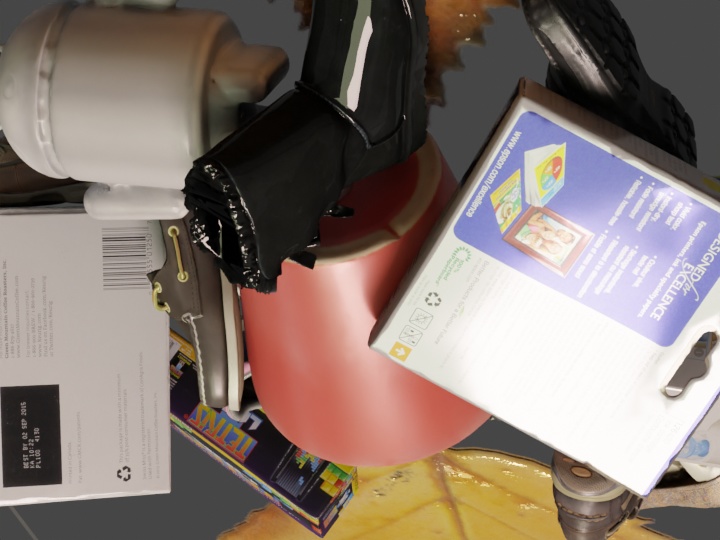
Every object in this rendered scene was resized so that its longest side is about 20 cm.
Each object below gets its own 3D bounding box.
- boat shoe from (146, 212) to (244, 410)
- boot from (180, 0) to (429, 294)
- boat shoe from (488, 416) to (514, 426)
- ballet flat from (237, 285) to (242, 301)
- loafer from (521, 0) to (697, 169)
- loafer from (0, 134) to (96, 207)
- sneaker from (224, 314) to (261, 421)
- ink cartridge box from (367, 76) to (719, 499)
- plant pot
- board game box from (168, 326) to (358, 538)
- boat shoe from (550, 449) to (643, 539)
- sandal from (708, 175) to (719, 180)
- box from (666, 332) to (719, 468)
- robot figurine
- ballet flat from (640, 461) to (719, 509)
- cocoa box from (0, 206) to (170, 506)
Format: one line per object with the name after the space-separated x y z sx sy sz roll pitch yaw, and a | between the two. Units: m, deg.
-0.115 -0.004 1.338 0.060 0.204 0.072 -7 180 -4 | boat shoe
-0.036 -0.093 1.170 0.073 0.162 0.199 33 150 31 | boot
0.103 0.069 1.512 0.056 0.069 0.200 3 151 18 | boat shoe
-0.099 -0.021 1.453 0.069 0.070 0.200 -4 147 27 | ballet flat
0.140 -0.106 1.197 0.070 0.069 0.201 -15 144 25 | loafer
-0.223 -0.077 1.417 0.198 0.064 0.072 0 -179 28 | loafer
-0.008 0.075 1.440 0.198 0.083 0.070 -5 138 20 | sneaker
0.135 0.013 1.195 0.199 0.047 0.199 27 118 -7 | ink cartridge box
0.000 0.000 1.331 0.198 0.202 0.178 2 140 18 | plant pot
-0.096 0.126 1.567 0.199 0.057 0.165 35 169 8 | board game box
0.186 0.150 1.511 0.074 0.200 0.074 15 110 22 | boat shoe
0.242 0.000 1.223 0.199 0.080 0.087 32 -157 36 | sandal
0.233 0.068 1.422 0.198 0.102 0.113 9 150 7 | box
-0.145 -0.111 1.258 0.198 0.113 0.172 6 110 12 | robot figurine
0.258 0.155 1.600 0.199 0.069 0.067 -20 130 41 | ballet flat
-0.209 0.056 1.413 0.132 0.203 0.131 -2 -179 -15 | cocoa box
